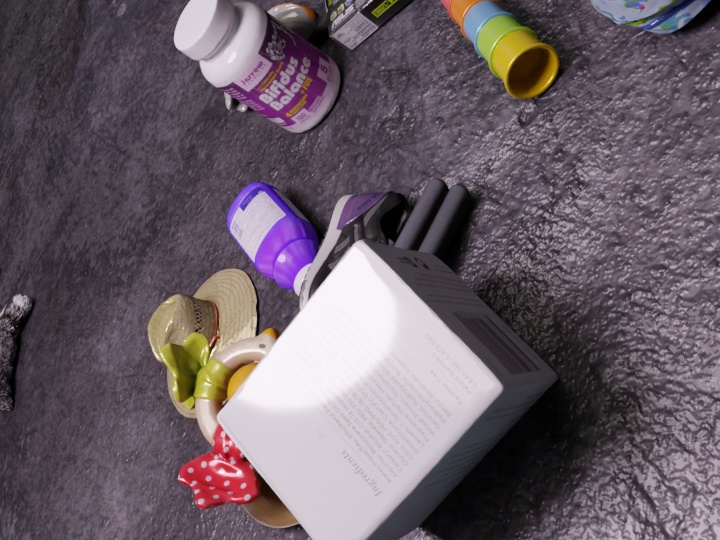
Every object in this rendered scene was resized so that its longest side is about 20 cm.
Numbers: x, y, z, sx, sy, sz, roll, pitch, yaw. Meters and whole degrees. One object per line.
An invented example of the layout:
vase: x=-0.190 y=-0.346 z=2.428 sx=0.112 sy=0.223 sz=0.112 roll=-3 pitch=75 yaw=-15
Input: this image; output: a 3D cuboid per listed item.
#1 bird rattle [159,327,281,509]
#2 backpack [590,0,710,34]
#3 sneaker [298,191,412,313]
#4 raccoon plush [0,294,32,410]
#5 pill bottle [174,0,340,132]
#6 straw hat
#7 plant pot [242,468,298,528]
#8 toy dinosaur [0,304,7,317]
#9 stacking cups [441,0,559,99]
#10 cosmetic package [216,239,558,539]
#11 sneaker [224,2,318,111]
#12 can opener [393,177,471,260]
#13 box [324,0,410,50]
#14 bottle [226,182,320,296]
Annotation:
bird rattle: x=-0.133 y=0.147 z=0.907 sx=0.163 sy=0.113 sz=0.201 roll=-32 pitch=51 yaw=10
backpack: x=0.274 y=-0.305 z=0.724 sx=0.200 sy=0.154 sz=0.163 roll=-37 pitch=46 yaw=-2
sneaker: x=0.000 y=0.000 z=0.884 sx=0.087 sy=0.076 sz=0.201 roll=-7 pitch=58 yaw=37
raccoon plush: x=-0.625 y=0.144 z=1.469 sx=0.134 sy=0.097 sz=0.201 roll=25 pitch=90 yaw=41
pill bottle: x=-0.129 y=-0.264 z=1.063 sx=0.112 sy=0.199 sz=0.113 roll=-22 pitch=56 yaw=38
straw hat: x=-0.222 y=0.079 z=1.078 sx=0.200 sy=0.085 sz=0.202 roll=-22 pitch=56 yaw=37
plant pot: x=-0.067 y=0.175 z=0.914 sx=0.199 sy=0.027 sz=0.201 roll=-23 pitch=55 yaw=38
toy dinosaur: x=-0.718 y=0.155 z=1.569 sx=0.077 sy=0.102 sz=0.200 roll=46 pitch=120 yaw=18
stacking cups: x=0.135 y=-0.258 z=0.890 sx=0.061 sy=0.060 sz=0.200 roll=-46 pitch=45 yaw=20
cosmetic package: x=0.025 y=0.106 z=0.712 sx=0.165 sy=0.165 sz=0.200 roll=46 pitch=105 yaw=22
sneaker: x=-0.124 y=-0.287 z=1.178 sx=0.200 sy=0.075 sz=0.093 roll=-29 pitch=59 yaw=44
can opener: x=0.052 y=0.002 z=0.851 sx=0.052 sy=0.066 sz=0.201 roll=20 pitch=77 yaw=28
box: x=0.031 y=-0.414 z=1.090 sx=0.200 sy=0.047 sz=0.194 roll=-33 pitch=48 yaw=32
bottle: x=-0.093 y=-0.032 z=1.013 sx=0.084 sy=0.065 sz=0.200 roll=-56 pitch=42 yaw=11
